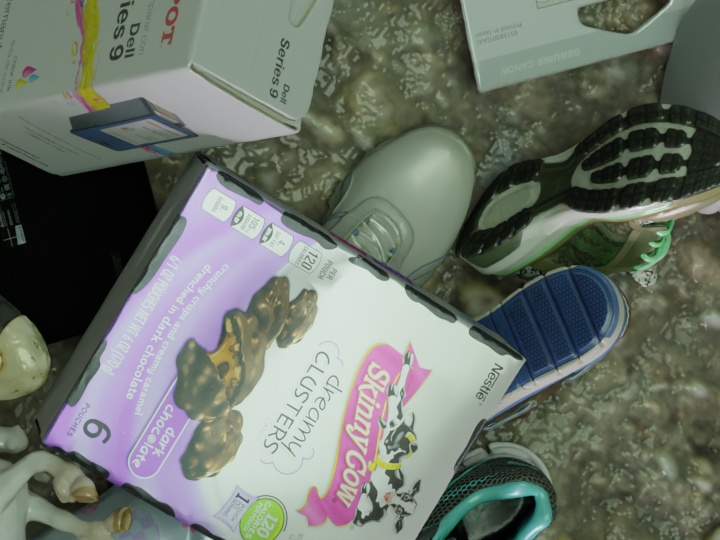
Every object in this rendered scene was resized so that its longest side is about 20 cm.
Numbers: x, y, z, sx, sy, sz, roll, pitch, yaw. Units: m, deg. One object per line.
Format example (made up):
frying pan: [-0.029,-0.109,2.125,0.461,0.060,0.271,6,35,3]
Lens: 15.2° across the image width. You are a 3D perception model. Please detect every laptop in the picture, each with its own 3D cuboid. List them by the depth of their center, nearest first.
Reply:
laptop: [-0.231,-0.042,1.494,0.200,0.116,0.188,-18,95,-39]

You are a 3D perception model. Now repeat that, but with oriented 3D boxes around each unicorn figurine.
unicorn figurine: [-0.186,0.141,1.401,0.137,0.074,0.201,3,60,29]

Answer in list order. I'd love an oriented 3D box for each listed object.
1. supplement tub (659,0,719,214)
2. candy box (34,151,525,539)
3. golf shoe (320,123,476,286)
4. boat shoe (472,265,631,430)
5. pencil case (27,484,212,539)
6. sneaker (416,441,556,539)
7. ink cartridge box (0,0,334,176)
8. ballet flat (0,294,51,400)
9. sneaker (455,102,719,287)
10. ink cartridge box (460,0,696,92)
supplement tub: [0.281,-0.083,1.528,0.199,0.144,0.145,8,89,-12]
candy box: [-0.042,0.061,1.412,0.200,0.072,0.168,31,92,-12]
golf shoe: [0.000,0.000,1.498,0.078,0.097,0.200,41,82,-8]
boat shoe: [0.064,0.064,1.516,0.199,0.072,0.073,-23,72,16]
pencil case: [-0.166,0.178,1.473,0.199,0.083,0.091,-24,70,-10]
sneaker: [0.030,0.168,1.507,0.200,0.091,0.078,-41,97,-8]
ink cartridge box: [-0.109,-0.139,1.399,0.087,0.199,0.146,27,67,-41]
ballet flat: [-0.257,0.023,1.424,0.199,0.057,0.067,21,104,12]
sneaker: [0.149,-0.031,1.498,0.089,0.200,0.077,37,56,-28]
ink cartridge box: [0.136,-0.212,1.551,0.199,0.044,0.174,-15,105,-11]
